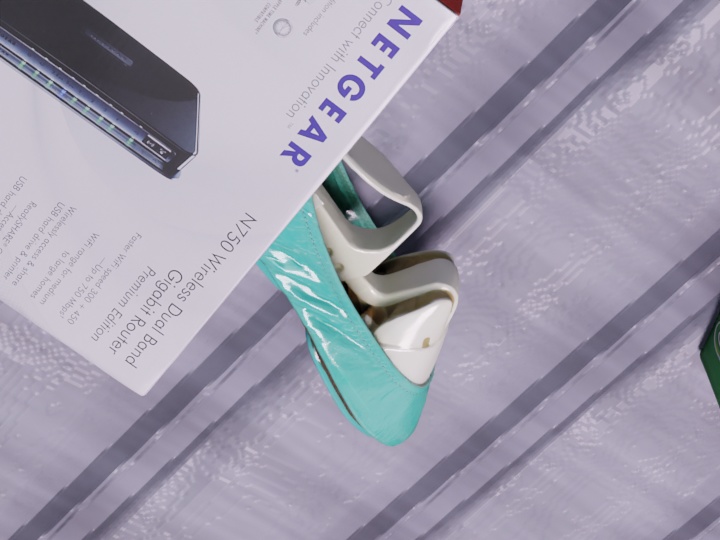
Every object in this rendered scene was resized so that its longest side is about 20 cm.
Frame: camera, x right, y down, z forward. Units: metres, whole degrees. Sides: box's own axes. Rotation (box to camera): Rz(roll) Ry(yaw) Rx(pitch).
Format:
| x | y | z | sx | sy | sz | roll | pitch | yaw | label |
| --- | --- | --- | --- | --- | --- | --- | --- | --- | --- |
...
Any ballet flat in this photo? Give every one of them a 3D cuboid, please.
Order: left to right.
| x | y | z | sx | sy | sz | roll | pitch | yaw | label |
| --- | --- | --- | --- | --- | --- | --- | --- | --- | --- |
| 0.000 | 0.000 | 0.866 | 0.070 | 0.068 | 0.201 | -14 | 133 | 22 | ballet flat |

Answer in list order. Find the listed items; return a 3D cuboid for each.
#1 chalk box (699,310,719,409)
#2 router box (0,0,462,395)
| x | y | z | sx | sy | sz | roll | pitch | yaw | label |
| --- | --- | --- | --- | --- | --- | --- | --- | --- | --- |
| 0.231 | 0.042 | 0.918 | 0.123 | 0.124 | 0.201 | 5 | 131 | -17 | chalk box |
| -0.090 | -0.081 | 0.757 | 0.179 | 0.049 | 0.200 | 35 | 119 | -11 | router box |
